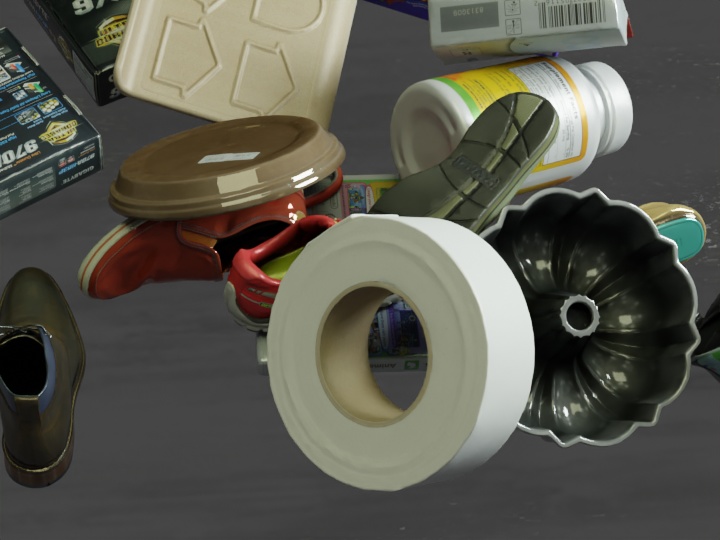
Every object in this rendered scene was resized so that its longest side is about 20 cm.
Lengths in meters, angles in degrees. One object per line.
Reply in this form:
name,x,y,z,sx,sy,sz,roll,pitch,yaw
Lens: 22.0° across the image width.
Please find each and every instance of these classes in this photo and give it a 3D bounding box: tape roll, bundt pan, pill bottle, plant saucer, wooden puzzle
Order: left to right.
plant saucer,-0.111,-0.088,1.505,0.198,0.030,0.200,-9,20,3
wooden puzzle,-0.110,-0.209,1.638,0.198,0.046,0.187,18,68,-15
tape roll,0.027,0.059,1.373,0.202,0.204,0.070,43,24,27
pill bottle,0.133,-0.122,1.575,0.198,0.112,0.111,-15,52,-34
bundt pan,0.160,0.041,1.443,0.199,0.076,0.205,2,80,-12

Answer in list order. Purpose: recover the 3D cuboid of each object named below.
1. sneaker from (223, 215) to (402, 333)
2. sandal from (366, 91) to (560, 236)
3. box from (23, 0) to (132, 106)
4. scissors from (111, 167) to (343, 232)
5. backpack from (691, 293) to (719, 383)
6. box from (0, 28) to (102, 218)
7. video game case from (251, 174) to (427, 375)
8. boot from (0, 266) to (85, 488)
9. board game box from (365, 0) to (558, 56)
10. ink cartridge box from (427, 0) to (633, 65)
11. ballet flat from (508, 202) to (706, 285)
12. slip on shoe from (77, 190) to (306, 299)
sneaker,-0.015,-0.013,1.474,0.198,0.085,0.077,-23,56,-21
sandal,0.083,-0.056,1.451,0.201,0.057,0.080,-41,62,-11
box,-0.191,-0.248,1.705,0.198,0.046,0.159,-24,57,-21
scissors,-0.107,-0.055,1.549,0.199,0.014,0.073,-28,61,-25
backpack,0.370,0.026,1.429,0.150,0.200,0.178,41,56,3
box,-0.343,-0.108,1.570,0.199,0.046,0.159,-30,59,-25
video game case,0.000,0.000,1.535,0.180,0.022,0.202,-1,50,-5
boot,-0.249,0.056,1.420,0.074,0.097,0.202,-5,52,-9
board game box,0.114,-0.288,1.761,0.198,0.045,0.135,18,52,11
ink cartridge box,0.153,-0.199,1.602,0.158,0.200,0.048,-5,82,12
ballet flat,0.193,-0.011,1.544,0.198,0.069,0.063,-15,25,-19
slip on shoe,-0.134,-0.019,1.498,0.198,0.074,0.062,-20,57,-9
